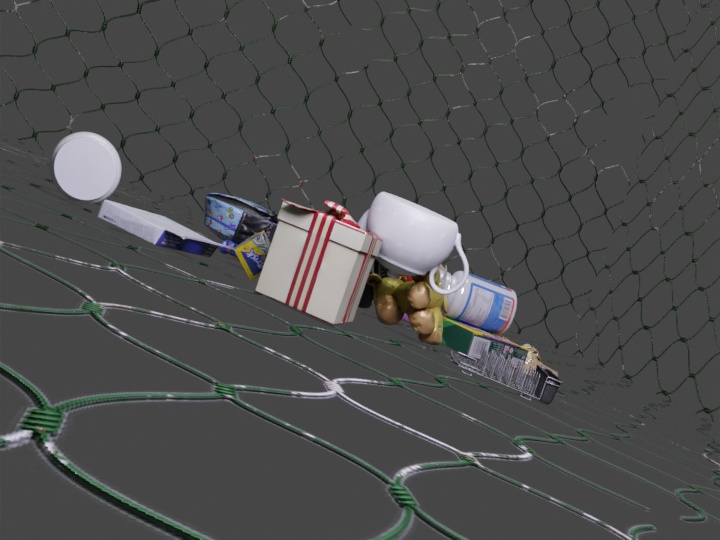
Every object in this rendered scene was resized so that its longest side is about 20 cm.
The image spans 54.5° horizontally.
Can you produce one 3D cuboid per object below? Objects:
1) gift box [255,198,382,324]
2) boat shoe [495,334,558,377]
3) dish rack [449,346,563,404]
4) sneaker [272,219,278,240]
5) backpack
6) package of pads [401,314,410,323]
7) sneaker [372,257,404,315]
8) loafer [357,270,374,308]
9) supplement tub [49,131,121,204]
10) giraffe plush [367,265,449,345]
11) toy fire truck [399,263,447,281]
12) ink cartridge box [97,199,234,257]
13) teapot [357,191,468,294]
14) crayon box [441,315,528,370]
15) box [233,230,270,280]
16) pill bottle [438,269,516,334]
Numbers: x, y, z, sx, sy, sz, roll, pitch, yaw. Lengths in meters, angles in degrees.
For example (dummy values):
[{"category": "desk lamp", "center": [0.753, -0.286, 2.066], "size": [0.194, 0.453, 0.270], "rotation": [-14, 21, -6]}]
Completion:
[{"category": "gift box", "center": [-0.080, -0.028, 1.236], "size": [0.195, 0.192, 0.184], "rotation": [22, 2, 7]}, {"category": "boat shoe", "center": [0.390, 0.208, 1.674], "size": [0.197, 0.068, 0.073], "rotation": [23, 4, 40]}, {"category": "dish rack", "center": [0.257, 0.179, 1.268], "size": [0.195, 0.056, 0.153], "rotation": [22, 1, 6]}, {"category": "sneaker", "center": [-0.132, -0.061, 1.416], "size": [0.088, 0.069, 0.200], "rotation": [15, -1, -6]}, {"category": "backpack", "center": [-0.289, -0.103, 1.669], "size": [0.195, 0.138, 0.183], "rotation": [22, 2, -1]}, {"category": "package of pads", "center": [0.122, 0.089, 1.844], "size": [0.118, 0.078, 0.200], "rotation": [25, 3, 15]}, {"category": "sneaker", "center": [0.047, 0.037, 1.653], "size": [0.088, 0.070, 0.203], "rotation": [16, -37, 33]}, {"category": "loafer", "center": [0.000, 0.000, 1.597], "size": [0.071, 0.204, 0.072], "rotation": [11, 43, 24]}, {"category": "supplement tub", "center": [-0.589, -0.222, 1.502], "size": [0.142, 0.149, 0.199], "rotation": [20, 2, -23]}, {"category": "giraffe plush", "center": [0.094, 0.058, 1.495], "size": [0.157, 0.177, 0.201], "rotation": [-3, 25, 21]}, {"category": "toy fire truck", "center": [0.151, 0.008, 1.698], "size": [0.137, 0.205, 0.049], "rotation": [-18, 21, 9]}, {"category": "ink cartridge box", "center": [-0.366, -0.068, 1.343], "size": [0.196, 0.042, 0.199], "rotation": [23, 2, 21]}, {"category": "teapot", "center": [0.093, -0.052, 1.364], "size": [0.193, 0.150, 0.199], "rotation": [16, 10, -33]}, {"category": "crayon box", "center": [0.264, 0.164, 1.628], "size": [0.196, 0.060, 0.171], "rotation": [19, 2, -36]}, {"category": "box", "center": [-0.208, -0.033, 1.409], "size": [0.071, 0.063, 0.200], "rotation": [62, -4, -7]}, {"category": "pill bottle", "center": [0.257, 0.068, 1.637], "size": [0.195, 0.115, 0.112], "rotation": [20, 2, -10]}]
